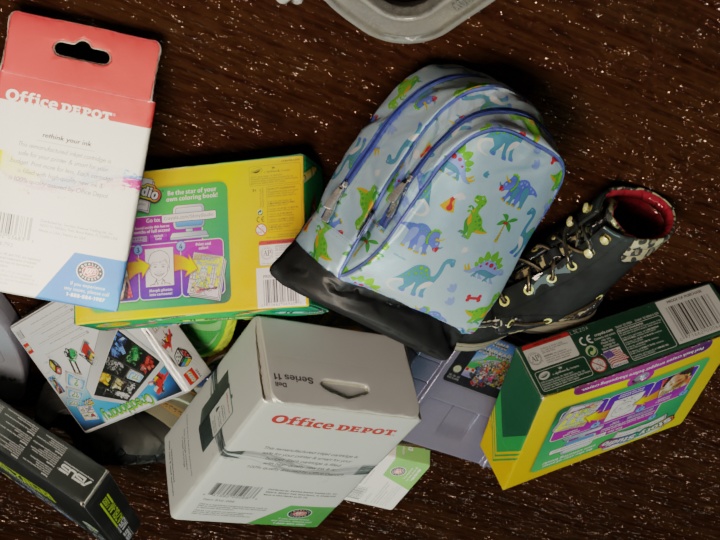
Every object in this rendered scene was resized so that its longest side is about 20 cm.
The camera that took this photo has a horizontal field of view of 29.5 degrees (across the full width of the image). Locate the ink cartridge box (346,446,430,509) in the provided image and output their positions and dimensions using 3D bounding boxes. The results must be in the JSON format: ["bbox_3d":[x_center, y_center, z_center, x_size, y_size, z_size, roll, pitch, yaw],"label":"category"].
[{"bbox_3d":[-0.038,0.177,1.412,0.198,0.068,0.117,15,143,-14],"label":"ink cartridge box"}]

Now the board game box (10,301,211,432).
[{"bbox_3d":[-0.229,0.070,1.228,0.199,0.035,0.127,-24,104,49],"label":"board game box"}]

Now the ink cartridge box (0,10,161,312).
[{"bbox_3d":[-0.217,-0.082,1.010,0.115,0.202,0.067,11,-170,-9],"label":"ink cartridge box"}]

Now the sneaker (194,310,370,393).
[{"bbox_3d":[-0.058,0.094,1.225,0.199,0.075,0.089,-17,114,38],"label":"sneaker"}]

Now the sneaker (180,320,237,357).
[{"bbox_3d":[-0.167,0.042,1.228,0.083,0.075,0.200,20,143,-28],"label":"sneaker"}]

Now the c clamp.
[{"bbox_3d":[0.025,-0.211,0.886,0.199,0.027,0.170,-24,136,35],"label":"c clamp"}]

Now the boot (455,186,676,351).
[{"bbox_3d":[0.143,-0.006,1.099,0.202,0.074,0.154,-4,150,-33],"label":"boot"}]

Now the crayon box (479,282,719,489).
[{"bbox_3d":[0.218,0.105,1.224,0.198,0.059,0.173,-17,150,-18],"label":"crayon box"}]

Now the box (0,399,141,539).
[{"bbox_3d":[-0.318,0.189,1.345,0.199,0.048,0.193,31,162,13],"label":"box"}]

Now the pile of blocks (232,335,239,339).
[{"bbox_3d":[-0.085,0.106,1.321,0.198,0.063,0.082,4,145,1],"label":"pile of blocks"}]

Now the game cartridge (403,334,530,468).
[{"bbox_3d":[0.101,0.111,1.254,0.199,0.038,0.130,22,111,-42],"label":"game cartridge"}]

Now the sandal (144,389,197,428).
[{"bbox_3d":[-0.131,0.170,1.315,0.199,0.054,0.080,32,138,-22],"label":"sandal"}]

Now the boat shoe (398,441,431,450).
[{"bbox_3d":[0.097,0.147,1.368,0.198,0.073,0.068,11,173,-21],"label":"boat shoe"}]

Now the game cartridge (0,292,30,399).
[{"bbox_3d":[-0.392,0.061,1.315,0.132,0.042,0.201,-2,145,2],"label":"game cartridge"}]

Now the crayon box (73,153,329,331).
[{"bbox_3d":[-0.129,-0.020,1.087,0.198,0.120,0.058,-5,171,13],"label":"crayon box"}]

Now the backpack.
[{"bbox_3d":[0.055,-0.047,0.989,0.162,0.201,0.153,28,176,-32],"label":"backpack"}]

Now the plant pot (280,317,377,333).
[{"bbox_3d":[0.000,0.000,1.193,0.198,0.028,0.201,3,146,2],"label":"plant pot"}]

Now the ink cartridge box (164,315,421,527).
[{"bbox_3d":[-0.060,0.131,1.138,0.145,0.084,0.200,10,141,-28],"label":"ink cartridge box"}]

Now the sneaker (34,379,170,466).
[{"bbox_3d":[-0.237,0.166,1.372,0.199,0.091,0.076,26,140,-9],"label":"sneaker"}]
